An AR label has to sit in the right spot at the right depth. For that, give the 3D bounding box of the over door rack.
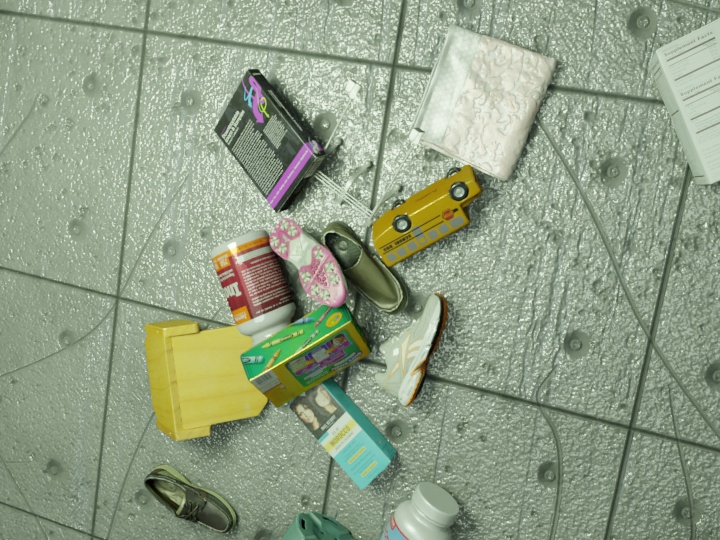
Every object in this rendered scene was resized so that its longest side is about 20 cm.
[{"bbox_3d":[0.012,-0.194,1.157,0.147,0.066,0.202,37,125,11],"label":"over door rack"}]

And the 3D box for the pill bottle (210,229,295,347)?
[{"bbox_3d":[-0.181,0.041,1.222,0.111,0.113,0.204,-22,89,17],"label":"pill bottle"}]

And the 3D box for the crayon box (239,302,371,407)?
[{"bbox_3d":[-0.090,0.141,1.174,0.197,0.119,0.059,-30,53,0],"label":"crayon box"}]

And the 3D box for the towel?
[{"bbox_3d":[0.194,-0.275,1.123,0.188,0.032,0.204,25,103,12],"label":"towel"}]

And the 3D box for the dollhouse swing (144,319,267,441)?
[{"bbox_3d":[-0.294,0.192,1.312,0.180,0.172,0.206,0,98,58],"label":"dollhouse swing"}]

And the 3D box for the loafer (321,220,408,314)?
[{"bbox_3d":[0.000,0.000,1.187,0.200,0.070,0.076,44,105,8],"label":"loafer"}]

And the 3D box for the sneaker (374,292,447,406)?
[{"bbox_3d":[0.081,0.125,1.177,0.090,0.075,0.204,24,101,17],"label":"sneaker"}]

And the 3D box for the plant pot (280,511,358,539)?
[{"bbox_3d":[-0.096,0.554,1.218,0.197,0.200,0.199,30,96,11],"label":"plant pot"}]

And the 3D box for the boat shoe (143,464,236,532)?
[{"bbox_3d":[-0.333,0.451,1.334,0.196,0.065,0.075,25,101,11],"label":"boat shoe"}]

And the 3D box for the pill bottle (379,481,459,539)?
[{"bbox_3d":[0.089,0.473,1.190,0.107,0.109,0.203,29,102,11],"label":"pill bottle"}]

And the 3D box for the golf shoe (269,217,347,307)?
[{"bbox_3d":[-0.072,-0.011,1.171,0.075,0.091,0.201,-47,57,10],"label":"golf shoe"}]

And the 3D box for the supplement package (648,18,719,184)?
[{"bbox_3d":[0.507,-0.239,0.991,0.108,0.114,0.204,-22,90,18],"label":"supplement package"}]

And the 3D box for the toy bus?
[{"bbox_3d":[0.111,-0.090,1.138,0.197,0.066,0.079,-29,117,17],"label":"toy bus"}]

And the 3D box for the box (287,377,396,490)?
[{"bbox_3d":[-0.032,0.283,1.237,0.200,0.049,0.082,47,106,7],"label":"box"}]

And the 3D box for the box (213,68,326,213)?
[{"bbox_3d":[-0.161,-0.224,1.200,0.201,0.036,0.143,51,127,9],"label":"box"}]
